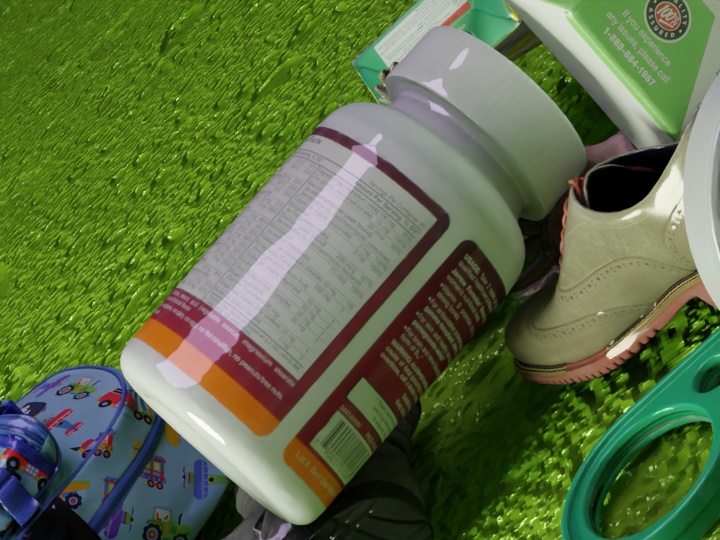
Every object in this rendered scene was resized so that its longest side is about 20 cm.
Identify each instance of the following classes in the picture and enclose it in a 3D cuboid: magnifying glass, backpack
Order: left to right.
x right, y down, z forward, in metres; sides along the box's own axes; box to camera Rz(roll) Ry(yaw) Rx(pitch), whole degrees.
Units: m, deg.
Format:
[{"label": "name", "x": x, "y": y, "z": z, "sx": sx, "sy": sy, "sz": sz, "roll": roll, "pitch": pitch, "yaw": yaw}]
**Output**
[{"label": "backpack", "x": -0.165, "y": 0.127, "z": 1.106, "sx": 0.200, "sy": 0.135, "sz": 0.182, "roll": -53, "pitch": 24, "yaw": -24}, {"label": "magnifying glass", "x": 0.147, "y": 0.038, "z": 0.849, "sx": 0.201, "sy": 0.022, "sz": 0.079, "roll": -55, "pitch": 23, "yaw": -14}]

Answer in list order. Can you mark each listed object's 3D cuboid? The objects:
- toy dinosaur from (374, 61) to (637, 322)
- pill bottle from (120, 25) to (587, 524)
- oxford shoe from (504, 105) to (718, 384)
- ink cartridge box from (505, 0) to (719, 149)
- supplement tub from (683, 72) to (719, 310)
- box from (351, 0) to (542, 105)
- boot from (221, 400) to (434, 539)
[{"label": "toy dinosaur", "x": 0.049, "y": -0.012, "z": 1.039, "sx": 0.085, "sy": 0.136, "sz": 0.200, "roll": -12, "pitch": -32, "yaw": -42}, {"label": "pill bottle", "x": 0.000, "y": 0.000, "z": 0.916, "sx": 0.200, "sy": 0.110, "sz": 0.109, "roll": -49, "pitch": 22, "yaw": -10}, {"label": "oxford shoe", "x": 0.111, "y": -0.013, "z": 0.898, "sx": 0.200, "sy": 0.075, "sz": 0.071, "roll": -38, "pitch": 14, "yaw": 52}, {"label": "ink cartridge box", "x": 0.181, "y": -0.138, "z": 0.915, "sx": 0.200, "sy": 0.145, "sz": 0.084, "roll": -47, "pitch": 24, "yaw": -2}, {"label": "supplement tub", "x": 0.209, "y": -0.025, "z": 0.676, "sx": 0.146, "sy": 0.145, "sz": 0.200, "roll": -53, "pitch": 23, "yaw": -16}, {"label": "box", "x": 0.098, "y": -0.151, "z": 1.114, "sx": 0.200, "sy": 0.049, "sz": 0.117, "roll": -31, "pitch": -5, "yaw": -41}, {"label": "boot", "x": -0.048, "y": 0.136, "z": 0.987, "sx": 0.199, "sy": 0.068, "sz": 0.131, "roll": -34, "pitch": 19, "yaw": 10}]
